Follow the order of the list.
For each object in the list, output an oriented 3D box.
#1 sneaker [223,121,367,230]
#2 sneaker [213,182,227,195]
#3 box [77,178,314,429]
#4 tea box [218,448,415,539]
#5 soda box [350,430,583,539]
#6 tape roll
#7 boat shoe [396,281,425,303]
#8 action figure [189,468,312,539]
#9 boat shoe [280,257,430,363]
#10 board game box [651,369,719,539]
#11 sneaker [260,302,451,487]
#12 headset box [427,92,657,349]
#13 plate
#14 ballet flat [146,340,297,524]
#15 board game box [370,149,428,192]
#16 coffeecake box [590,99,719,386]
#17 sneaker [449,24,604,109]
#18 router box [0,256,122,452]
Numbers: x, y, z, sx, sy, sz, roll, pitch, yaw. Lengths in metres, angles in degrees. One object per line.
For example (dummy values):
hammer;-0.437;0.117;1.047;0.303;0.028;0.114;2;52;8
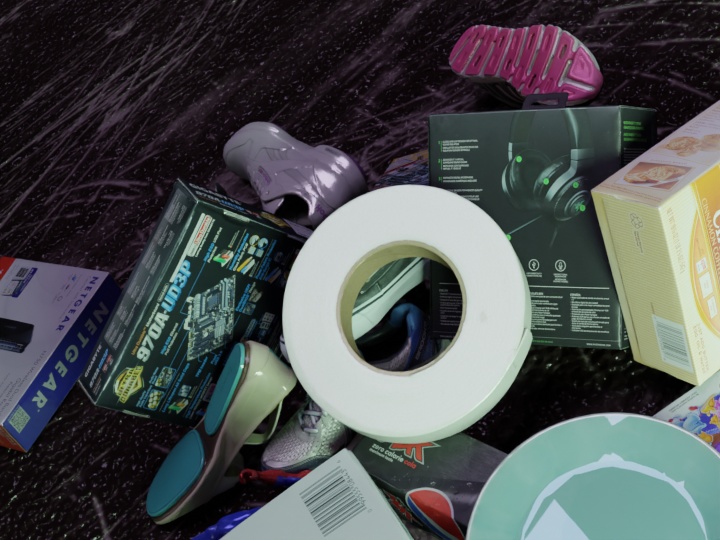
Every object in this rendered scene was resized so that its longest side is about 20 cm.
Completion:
sneaker;-0.088;-0.096;1.364;0.198;0.075;0.100;19;59;42
sneaker;-0.157;0.020;1.266;0.059;0.105;0.202;-5;46;25
box;-0.132;0.039;1.133;0.046;0.158;0.202;40;106;48
tea box;0.018;0.265;0.841;0.133;0.198;0.200;-34;41;-4
soda box;0.084;0.174;0.998;0.198;0.064;0.071;21;61;43
tape roll;0.036;0.033;1.023;0.199;0.037;0.206;-5;73;15
boat shoe;-0.034;0.008;1.232;0.196;0.069;0.074;-7;44;17
action figure;-0.093;0.204;1.048;0.198;0.099;0.066;-27;60;1
boat shoe;0.000;0.000;1.113;0.199;0.072;0.072;-39;22;-26
board game box;0.291;0.130;0.930;0.199;0.045;0.135;-34;41;-3
sneaker;-0.014;0.099;1.114;0.199;0.086;0.077;-40;41;-10
headset box;0.149;-0.044;1.067;0.172;0.204;0.092;0;4;32
plate;0.169;0.188;0.877;0.197;0.026;0.202;-11;50;13
ballet flat;-0.116;0.150;1.124;0.201;0.069;0.070;-57;32;25
board game box;0.113;-0.097;1.232;0.197;0.035;0.136;-14;16;19
coffeecake box;0.282;-0.037;0.984;0.199;0.155;0.073;-34;30;-23
sneaker;0.178;-0.195;1.288;0.199;0.087;0.075;22;90;52
router box;-0.366;0.082;1.373;0.177;0.049;0.201;6;52;35
